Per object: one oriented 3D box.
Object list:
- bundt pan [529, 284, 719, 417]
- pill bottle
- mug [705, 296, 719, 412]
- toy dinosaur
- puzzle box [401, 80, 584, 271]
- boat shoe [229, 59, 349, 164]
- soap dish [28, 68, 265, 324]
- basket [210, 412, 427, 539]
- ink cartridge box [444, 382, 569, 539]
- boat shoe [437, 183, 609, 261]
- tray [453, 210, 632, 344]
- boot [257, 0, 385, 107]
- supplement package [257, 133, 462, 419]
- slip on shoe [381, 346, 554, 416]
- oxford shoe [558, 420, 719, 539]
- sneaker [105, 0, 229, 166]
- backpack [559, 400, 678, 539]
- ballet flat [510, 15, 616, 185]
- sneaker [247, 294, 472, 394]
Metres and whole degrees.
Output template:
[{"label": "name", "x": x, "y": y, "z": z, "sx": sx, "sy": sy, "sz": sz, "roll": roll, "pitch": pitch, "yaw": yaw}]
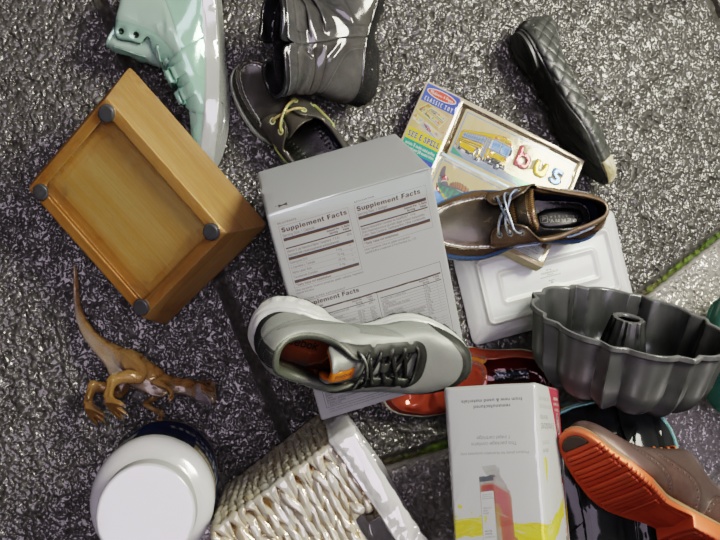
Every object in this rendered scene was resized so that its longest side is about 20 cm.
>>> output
[{"label": "bundt pan", "x": 0.261, "y": 0.082, "z": 0.859, "sx": 0.197, "sy": 0.202, "sz": 0.078, "roll": 5, "pitch": 106, "yaw": -8}, {"label": "pill bottle", "x": -0.187, "y": 0.204, "z": 0.791, "sx": 0.108, "sy": 0.200, "sz": 0.114, "roll": 0, "pitch": 87, "yaw": -8}, {"label": "mug", "x": 0.420, "y": 0.078, "z": 0.901, "sx": 0.113, "sy": 0.186, "sz": 0.154, "roll": 11, "pitch": 63, "yaw": 34}, {"label": "toy dinosaur", "x": -0.242, "y": 0.098, "z": 0.871, "sx": 0.198, "sy": 0.061, "sz": 0.107, "roll": 33, "pitch": 45, "yaw": -3}, {"label": "puzzle box", "x": 0.132, "y": -0.103, "z": 0.933, "sx": 0.197, "sy": 0.025, "sz": 0.135, "roll": 25, "pitch": 78, "yaw": -2}, {"label": "boat shoe", "x": -0.061, "y": -0.145, "z": 0.901, "sx": 0.072, "sy": 0.061, "sz": 0.202, "roll": -42, "pitch": 93, "yaw": -8}, {"label": "soap dish", "x": -0.214, "y": -0.065, "z": 0.838, "sx": 0.157, "sy": 0.081, "sz": 0.201, "roll": -40, "pitch": 94, "yaw": 18}, {"label": "basket", "x": -0.025, "y": 0.256, "z": 0.814, "sx": 0.159, "sy": 0.200, "sz": 0.200, "roll": -34, "pitch": 92, "yaw": -7}, {"label": "ink cartridge box", "x": 0.135, "y": 0.206, "z": 0.757, "sx": 0.082, "sy": 0.145, "sz": 0.205, "roll": -6, "pitch": 79, "yaw": 19}, {"label": "boat shoe", "x": 0.158, "y": -0.058, "z": 0.878, "sx": 0.195, "sy": 0.072, "sz": 0.074, "roll": -9, "pitch": 81, "yaw": -8}, {"label": "tray", "x": 0.206, "y": 0.006, "z": 0.951, "sx": 0.196, "sy": 0.022, "sz": 0.110, "roll": -14, "pitch": 90, "yaw": -9}, {"label": "boot", "x": -0.040, "y": -0.273, "z": 0.878, "sx": 0.130, "sy": 0.069, "sz": 0.205, "roll": 2, "pitch": 84, "yaw": -41}, {"label": "supplement package", "x": 0.000, "y": 0.000, "z": 0.819, "sx": 0.147, "sy": 0.152, "sz": 0.204, "roll": -15, "pitch": 111, "yaw": -4}, {"label": "slip on shoe", "x": 0.115, "y": 0.117, "z": 0.912, "sx": 0.195, "sy": 0.061, "sz": 0.076, "roll": -2, "pitch": 89, "yaw": -7}, {"label": "oxford shoe", "x": 0.263, "y": 0.188, "z": 0.785, "sx": 0.199, "sy": 0.071, "sz": 0.073, "roll": 37, "pitch": 53, "yaw": -13}, {"label": "sneaker", "x": -0.197, "y": -0.201, "z": 0.882, "sx": 0.115, "sy": 0.074, "sz": 0.206, "roll": -4, "pitch": 90, "yaw": -1}, {"label": "backpack", "x": 0.238, "y": 0.231, "z": 0.876, "sx": 0.171, "sy": 0.153, "sz": 0.205, "roll": -4, "pitch": 88, "yaw": -5}, {"label": "ballet flat", "x": 0.233, "y": -0.189, "z": 0.944, "sx": 0.056, "sy": 0.066, "sz": 0.203, "roll": -28, "pitch": 92, "yaw": -14}, {"label": "sneaker", "x": 0.003, "y": 0.077, "z": 0.722, "sx": 0.196, "sy": 0.080, "sz": 0.076, "roll": 8, "pitch": 109, "yaw": -15}]
